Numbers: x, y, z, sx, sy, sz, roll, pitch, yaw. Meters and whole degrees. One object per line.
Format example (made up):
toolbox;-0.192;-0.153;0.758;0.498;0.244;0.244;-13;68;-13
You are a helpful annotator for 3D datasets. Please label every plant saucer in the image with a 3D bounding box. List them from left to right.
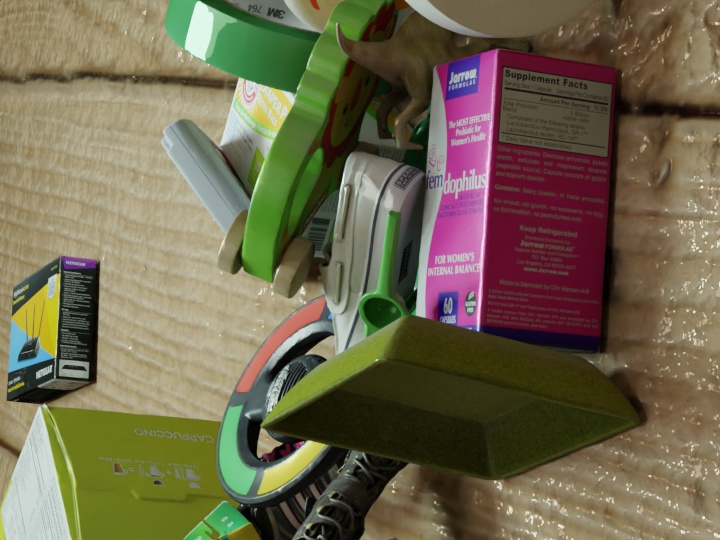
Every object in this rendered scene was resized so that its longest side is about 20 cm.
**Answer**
plant saucer;0.060;0.085;1.384;0.200;0.199;0.048;-33;47;58

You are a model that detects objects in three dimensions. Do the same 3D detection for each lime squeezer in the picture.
lime squeezer;0.027;0.021;1.422;0.071;0.038;0.200;-54;-16;-9

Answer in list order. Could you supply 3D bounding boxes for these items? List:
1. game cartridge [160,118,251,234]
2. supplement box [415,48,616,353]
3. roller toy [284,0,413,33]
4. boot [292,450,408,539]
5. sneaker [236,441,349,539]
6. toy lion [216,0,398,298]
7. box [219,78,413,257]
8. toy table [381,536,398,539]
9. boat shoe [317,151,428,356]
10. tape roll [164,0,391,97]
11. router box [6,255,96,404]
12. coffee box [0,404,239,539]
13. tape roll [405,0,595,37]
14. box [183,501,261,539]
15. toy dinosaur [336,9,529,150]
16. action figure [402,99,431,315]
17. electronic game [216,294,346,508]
game cartridge;-0.106;-0.053;1.774;0.134;0.041;0.200;58;-177;15
supplement box;0.109;-0.046;1.415;0.101;0.103;0.201;173;103;-65
roller toy;0.015;-0.269;1.560;0.200;0.181;0.140;-52;41;47
boot;0.010;0.150;1.513;0.174;0.069;0.200;-53;-7;-37
sneaker;-0.063;0.179;1.737;0.201;0.087;0.074;-64;32;34
toy lion;-0.028;-0.108;1.494;0.192;0.068;0.200;104;-167;-45
box;-0.035;-0.105;1.722;0.200;0.101;0.113;55;133;53
toy table;-0.001;0.289;1.507;0.200;0.183;0.118;-41;64;39
boat shoe;0.000;0.000;1.499;0.065;0.072;0.201;26;134;18
tape roll;-0.063;-0.203;1.687;0.201;0.199;0.048;-128;49;-55
router box;-0.377;0.075;2.445;0.200;0.051;0.150;-24;62;61
coffee box;-0.223;0.271;1.921;0.198;0.199;0.200;-65;31;33
tape roll;0.097;-0.259;1.372;0.037;0.202;0.204;13;96;63
box;-0.095;0.305;1.729;0.201;0.048;0.117;59;143;12
toy dinosaur;0.036;-0.143;1.471;0.058;0.199;0.102;18;107;45
action figure;0.061;-0.046;1.565;0.118;0.054;0.201;-164;77;-66
electronic game;-0.052;0.106;1.678;0.200;0.042;0.201;-38;34;31
